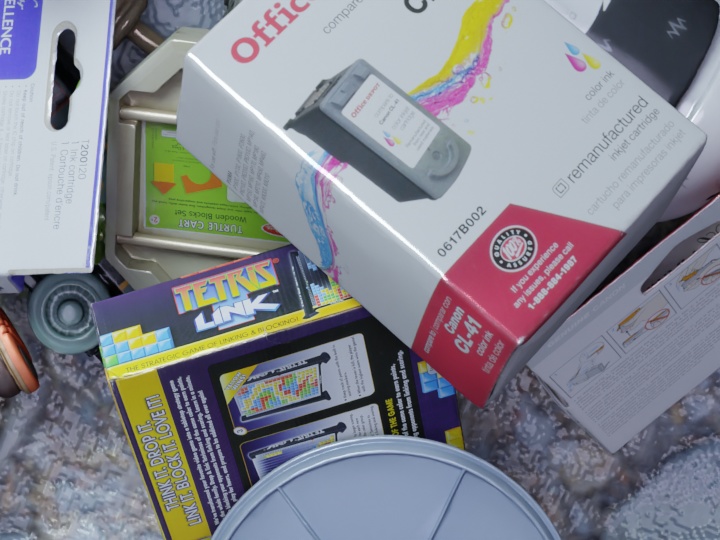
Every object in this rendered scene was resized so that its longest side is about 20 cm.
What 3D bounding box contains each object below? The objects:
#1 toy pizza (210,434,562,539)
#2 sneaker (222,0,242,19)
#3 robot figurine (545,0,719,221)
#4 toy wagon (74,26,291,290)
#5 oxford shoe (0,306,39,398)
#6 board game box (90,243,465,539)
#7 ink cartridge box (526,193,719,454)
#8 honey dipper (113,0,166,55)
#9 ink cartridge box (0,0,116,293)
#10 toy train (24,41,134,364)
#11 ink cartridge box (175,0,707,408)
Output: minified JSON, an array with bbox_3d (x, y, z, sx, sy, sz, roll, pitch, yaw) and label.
[{"bbox_3d":[0.013,0.178,1.028,0.198,0.032,0.202,0,104,-1],"label":"toy pizza"},{"bbox_3d":[-0.015,-0.165,1.066,0.099,0.078,0.202,13,92,-12],"label":"sneaker"},{"bbox_3d":[0.116,-0.111,1.051,0.199,0.125,0.151,33,91,-7],"label":"robot figurine"},{"bbox_3d":[-0.069,-0.022,1.032,0.154,0.040,0.202,8,116,8],"label":"toy wagon"},{"bbox_3d":[-0.246,0.010,1.064,0.072,0.071,0.200,-43,64,-14],"label":"oxford shoe"},{"bbox_3d":[-0.033,0.075,1.024,0.164,0.057,0.201,-15,137,-4],"label":"board game box"},{"bbox_3d":[0.174,-0.001,1.062,0.200,0.174,0.044,-40,58,5],"label":"ink cartridge box"},{"bbox_3d":[-0.083,-0.100,1.101,0.199,0.038,0.038,37,97,-9],"label":"honey dipper"},{"bbox_3d":[-0.207,-0.088,1.016,0.198,0.043,0.200,0,77,19],"label":"ink cartridge box"},{"bbox_3d":[-0.167,-0.043,1.090,0.114,0.085,0.200,-41,99,-4],"label":"toy train"},{"bbox_3d":[0.034,-0.061,0.923,0.200,0.086,0.148,41,67,8],"label":"ink cartridge box"}]
